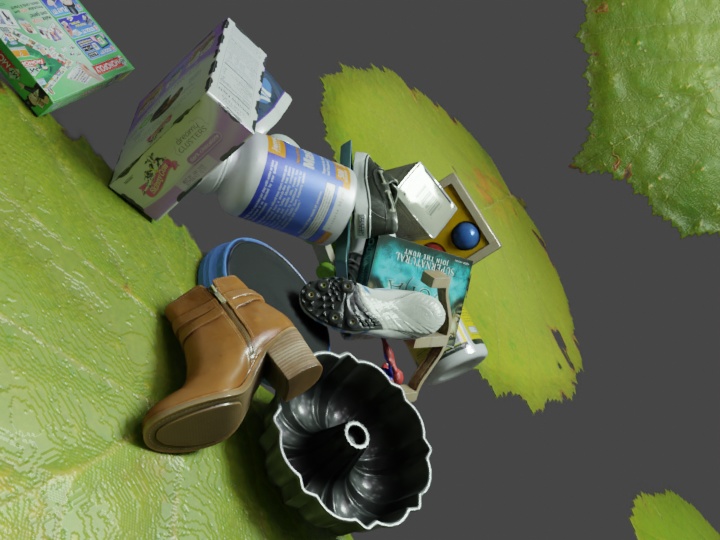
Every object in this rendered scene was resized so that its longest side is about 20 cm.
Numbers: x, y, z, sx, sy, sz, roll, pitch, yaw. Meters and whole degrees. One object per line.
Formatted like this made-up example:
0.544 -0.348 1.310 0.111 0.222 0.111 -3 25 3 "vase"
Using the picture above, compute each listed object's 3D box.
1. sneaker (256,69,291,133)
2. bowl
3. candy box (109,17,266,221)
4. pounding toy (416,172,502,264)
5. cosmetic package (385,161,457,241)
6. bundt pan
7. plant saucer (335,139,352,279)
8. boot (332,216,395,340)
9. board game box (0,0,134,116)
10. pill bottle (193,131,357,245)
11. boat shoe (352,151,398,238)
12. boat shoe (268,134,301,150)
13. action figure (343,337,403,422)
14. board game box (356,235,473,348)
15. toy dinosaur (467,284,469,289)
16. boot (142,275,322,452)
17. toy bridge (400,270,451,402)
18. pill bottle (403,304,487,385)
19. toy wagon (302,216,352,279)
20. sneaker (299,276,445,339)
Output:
-0.188 -0.258 1.238 0.146 0.081 0.200 40 30 -12 "sneaker"
-0.110 0.048 1.016 0.201 0.039 0.201 44 25 -27 "bowl"
-0.196 -0.178 0.976 0.072 0.168 0.200 40 28 -28 "candy box"
0.123 -0.078 1.509 0.200 0.184 0.142 58 10 4 "pounding toy"
0.049 -0.102 1.342 0.105 0.200 0.071 49 66 -21 "cosmetic package"
-0.024 0.191 0.902 0.201 0.076 0.202 23 45 -26 "bundt pan"
-0.023 -0.081 1.163 0.070 0.019 0.201 89 3 -62 "plant saucer"
0.000 0.000 1.192 0.095 0.073 0.201 -5 85 -47 "boot"
-0.350 -0.258 0.952 0.135 0.029 0.200 52 22 -12 "board game box"
-0.114 -0.112 1.081 0.200 0.112 0.112 19 38 -25 "pill bottle"
0.020 -0.103 1.161 0.200 0.063 0.071 -93 -176 -56 "boat shoe"
-0.081 -0.123 1.272 0.200 0.076 0.060 35 39 -37 "boat shoe"
-0.002 0.133 1.085 0.099 0.065 0.200 64 23 2 "action figure"
0.075 0.031 1.194 0.200 0.028 0.136 14 88 -41 "board game box"
0.069 -0.002 1.267 0.200 0.058 0.101 35 62 -19 "toy dinosaur"
-0.154 0.081 0.827 0.200 0.077 0.155 -26 56 -32 "boot"
0.093 0.097 1.183 0.067 0.201 0.027 -1 22 -38 "toy bridge"
0.111 0.071 1.340 0.112 0.112 0.200 11 50 -60 "pill bottle"
-0.025 -0.046 1.255 0.155 0.039 0.200 -54 135 -45 "toy wagon"
0.011 0.054 1.079 0.199 0.072 0.072 10 70 -23 "sneaker"
